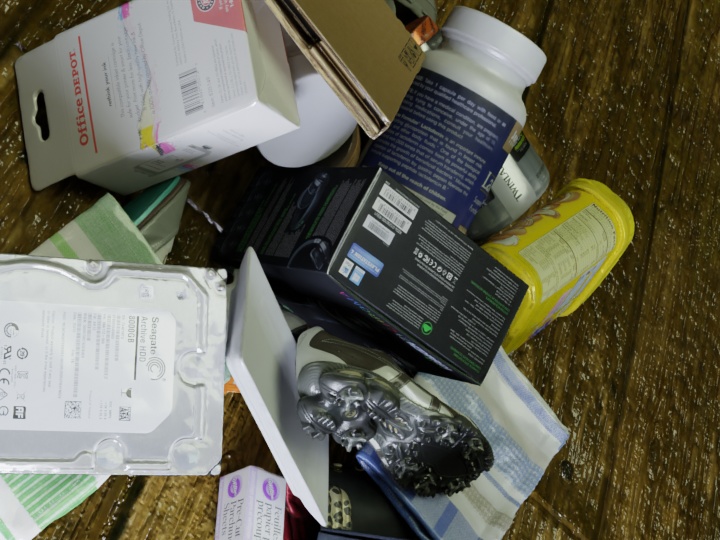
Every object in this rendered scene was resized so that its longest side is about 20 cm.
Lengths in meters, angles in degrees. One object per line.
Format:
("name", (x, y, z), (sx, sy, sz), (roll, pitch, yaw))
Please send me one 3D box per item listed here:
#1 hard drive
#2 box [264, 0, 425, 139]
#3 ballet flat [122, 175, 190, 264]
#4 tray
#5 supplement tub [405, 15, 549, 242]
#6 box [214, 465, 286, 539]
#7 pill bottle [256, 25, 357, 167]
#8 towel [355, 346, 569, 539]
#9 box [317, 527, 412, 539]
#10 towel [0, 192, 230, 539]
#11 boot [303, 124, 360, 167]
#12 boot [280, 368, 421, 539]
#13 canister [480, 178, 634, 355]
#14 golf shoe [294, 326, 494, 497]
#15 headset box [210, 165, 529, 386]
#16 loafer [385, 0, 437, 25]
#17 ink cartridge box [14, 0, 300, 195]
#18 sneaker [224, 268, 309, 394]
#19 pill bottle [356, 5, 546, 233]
("hard drive", (-0.185, 0.062, 0.869), (0.199, 0.038, 0.141), (5, 83, -24))
("box", (-0.018, -0.198, 1.033), (0.164, 0.021, 0.200), (51, 23, -12))
("ballet flat", (-0.182, 0.004, 0.981), (0.200, 0.067, 0.064), (-46, 113, -42))
("tray", (-0.059, 0.088, 0.971), (0.108, 0.022, 0.201), (-91, 166, -45))
("supplement tub", (0.081, -0.134, 1.291), (0.200, 0.122, 0.123), (54, 41, -13))
("box", (-0.085, 0.245, 0.981), (0.039, 0.041, 0.201), (27, 54, -37))
("pill bottle", (-0.082, -0.178, 1.078), (0.119, 0.120, 0.200), (12, 34, -44))
("towel", (0.091, 0.144, 1.120), (0.147, 0.024, 0.200), (51, 46, -7))
("box", (0.017, 0.289, 0.940), (0.051, 0.157, 0.201), (20, 75, -39))
("towel", (-0.197, 0.069, 0.894), (0.200, 0.023, 0.153), (-41, 102, -20))
("boot", (-0.030, -0.123, 1.150), (0.075, 0.074, 0.200), (45, 8, -33))
("boot", (0.005, 0.157, 1.100), (0.153, 0.073, 0.205), (14, 60, -40))
("canister", (0.163, 0.006, 1.292), (0.087, 0.149, 0.200), (43, 39, 14))
("golf shoe", (0.028, 0.102, 1.026), (0.200, 0.078, 0.095), (37, 21, -39))
("headset box", (0.000, 0.000, 1.080), (0.174, 0.200, 0.093), (37, 75, -31))
("loafer", (0.009, -0.263, 1.318), (0.199, 0.070, 0.070), (4, 59, -47))
("ink cartridge box", (-0.153, -0.132, 0.994), (0.067, 0.199, 0.117), (22, 53, -62))
("sneaker", (-0.138, 0.062, 1.007), (0.199, 0.076, 0.092), (-24, 61, -41))
("pill bottle", (0.073, -0.118, 1.169), (0.115, 0.116, 0.201), (28, 92, -36))
